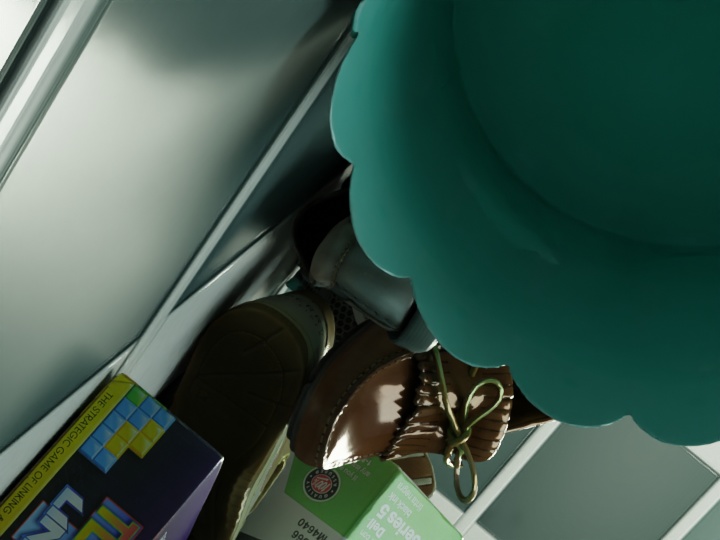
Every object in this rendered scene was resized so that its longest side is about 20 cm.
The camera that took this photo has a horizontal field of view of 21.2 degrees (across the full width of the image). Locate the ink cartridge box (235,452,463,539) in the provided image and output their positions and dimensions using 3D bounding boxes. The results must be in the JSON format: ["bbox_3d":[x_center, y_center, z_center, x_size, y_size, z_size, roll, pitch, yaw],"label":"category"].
[{"bbox_3d":[-0.069,0.167,1.003,0.200,0.145,0.084,-50,137,-11],"label":"ink cartridge box"}]

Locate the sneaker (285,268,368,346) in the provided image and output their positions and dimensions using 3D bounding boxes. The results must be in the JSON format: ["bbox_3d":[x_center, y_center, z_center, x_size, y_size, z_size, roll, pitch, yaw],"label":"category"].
[{"bbox_3d":[0.000,0.000,1.029,0.091,0.078,0.200,-26,-170,18],"label":"sneaker"}]

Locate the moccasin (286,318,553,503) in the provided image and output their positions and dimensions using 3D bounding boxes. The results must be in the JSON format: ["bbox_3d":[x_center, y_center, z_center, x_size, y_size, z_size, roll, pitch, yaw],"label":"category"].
[{"bbox_3d":[0.047,0.060,0.907,0.201,0.078,0.074,-4,126,-50],"label":"moccasin"}]

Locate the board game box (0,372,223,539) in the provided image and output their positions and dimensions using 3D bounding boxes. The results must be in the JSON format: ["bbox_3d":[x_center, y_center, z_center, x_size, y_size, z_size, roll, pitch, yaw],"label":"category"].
[{"bbox_3d":[-0.136,0.142,0.787,0.165,0.057,0.200,-48,175,-19],"label":"board game box"}]

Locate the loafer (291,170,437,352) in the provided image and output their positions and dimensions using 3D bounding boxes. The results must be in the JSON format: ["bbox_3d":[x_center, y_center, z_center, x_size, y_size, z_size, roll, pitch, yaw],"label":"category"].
[{"bbox_3d":[0.000,-0.018,0.844,0.072,0.063,0.200,-66,-167,5],"label":"loafer"}]

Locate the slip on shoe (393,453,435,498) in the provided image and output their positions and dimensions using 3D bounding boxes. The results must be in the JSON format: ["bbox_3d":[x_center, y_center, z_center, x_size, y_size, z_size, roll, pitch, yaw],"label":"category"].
[{"bbox_3d":[-0.041,0.131,1.186,0.200,0.076,0.061,-3,156,-43],"label":"slip on shoe"}]

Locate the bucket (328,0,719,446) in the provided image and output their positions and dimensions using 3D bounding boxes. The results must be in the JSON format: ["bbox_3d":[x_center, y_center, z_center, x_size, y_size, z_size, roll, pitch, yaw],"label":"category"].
[{"bbox_3d":[0.103,-0.062,0.631,0.207,0.207,0.135,-53,-175,28],"label":"bucket"}]

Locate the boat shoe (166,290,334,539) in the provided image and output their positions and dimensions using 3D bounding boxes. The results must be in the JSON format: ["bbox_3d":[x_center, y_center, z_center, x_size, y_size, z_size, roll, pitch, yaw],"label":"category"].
[{"bbox_3d":[-0.069,0.090,0.928,0.200,0.074,0.066,-53,170,31],"label":"boat shoe"}]
